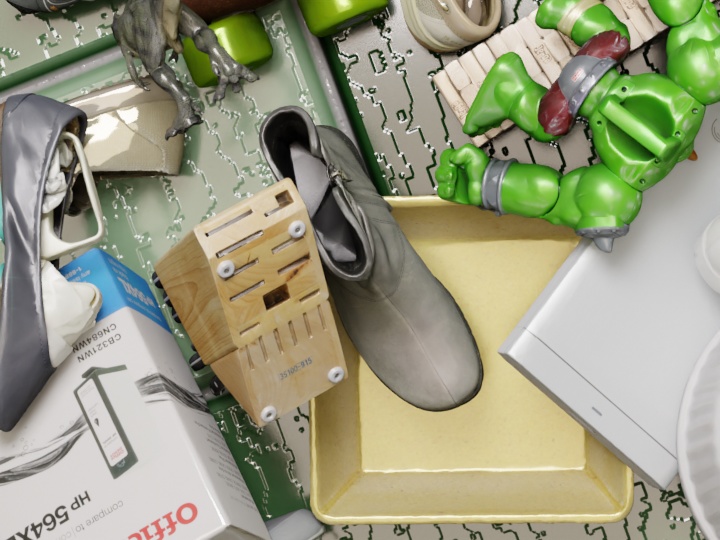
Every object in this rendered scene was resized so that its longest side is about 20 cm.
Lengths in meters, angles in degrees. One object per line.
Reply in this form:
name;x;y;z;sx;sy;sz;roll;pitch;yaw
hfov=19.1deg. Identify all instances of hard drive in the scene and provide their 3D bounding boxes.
hard drive;0.192;0.012;1.284;0.132;0.027;0.200;40;81;-12

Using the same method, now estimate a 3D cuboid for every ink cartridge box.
ink cartridge box;-0.164;0.113;1.302;0.145;0.084;0.201;-31;67;5

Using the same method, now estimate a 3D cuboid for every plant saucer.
plant saucer;0.068;0.054;1.325;0.198;0.048;0.202;-1;91;6

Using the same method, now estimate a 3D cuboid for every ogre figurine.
ogre figurine;0.139;-0.098;1.232;0.120;0.098;0.200;40;85;18

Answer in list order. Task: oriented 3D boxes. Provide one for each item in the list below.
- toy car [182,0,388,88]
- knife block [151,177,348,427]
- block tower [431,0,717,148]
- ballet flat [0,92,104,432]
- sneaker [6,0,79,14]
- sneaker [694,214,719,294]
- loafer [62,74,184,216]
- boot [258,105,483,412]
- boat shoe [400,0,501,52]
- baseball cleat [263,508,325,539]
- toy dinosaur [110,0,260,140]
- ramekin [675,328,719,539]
toy car;-0.079;-0.211;1.253;0.157;0.200;0.165;-23;90;6
knife block;-0.082;-0.002;1.264;0.064;0.201;0.176;-29;45;-16
block tower;0.142;-0.148;1.307;0.199;0.054;0.058;-33;89;7
ballet flat;-0.185;-0.006;1.259;0.072;0.073;0.202;-1;81;6
sneaker;-0.219;-0.252;1.331;0.086;0.080;0.201;-20;85;17
sneaker;0.290;-0.050;1.246;0.199;0.085;0.073;-31;77;-23
loafer;-0.199;-0.064;1.334;0.199;0.076;0.069;-19;84;6
boot;0.000;0.000;1.240;0.067;0.131;0.201;-31;89;6
boat shoe;0.045;-0.235;1.295;0.072;0.065;0.202;-12;92;-23
baseball cleat;-0.123;0.182;1.340;0.199;0.070;0.107;-31;83;3
toy dinosaur;-0.105;-0.131;1.236;0.047;0.200;0.089;-29;89;-22
ramekin;0.282;0.095;1.216;0.200;0.094;0.204;-1;80;4
